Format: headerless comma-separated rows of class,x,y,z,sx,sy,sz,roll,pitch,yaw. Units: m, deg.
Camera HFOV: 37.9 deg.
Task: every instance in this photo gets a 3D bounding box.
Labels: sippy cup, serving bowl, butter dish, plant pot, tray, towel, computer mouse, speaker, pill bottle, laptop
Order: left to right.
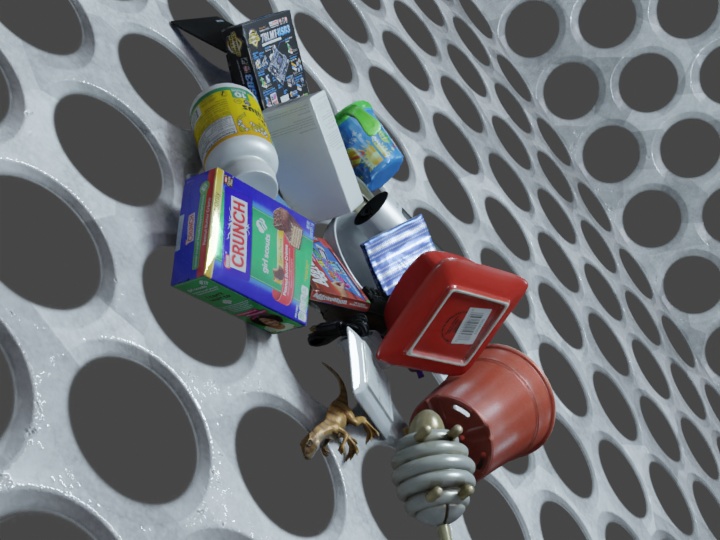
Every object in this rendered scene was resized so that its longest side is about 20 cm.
laptop,-0.229,-0.354,1.853,0.177,0.103,0.201,-37,118,-64
pill bottle,-0.187,-0.182,1.580,0.113,0.113,0.201,30,28,-42
serving bowl,0.000,0.000,1.771,0.200,0.066,0.201,40,30,-30
sippy cup,0.004,-0.219,1.924,0.130,0.140,0.178,47,15,13
computer mouse,0.007,0.120,1.621,0.200,0.109,0.044,33,48,-54
tray,0.018,0.167,1.550,0.200,0.022,0.108,61,21,-59
speaker,0.081,-0.040,1.789,0.200,0.081,0.081,45,28,-19
towel,0.090,0.022,1.720,0.144,0.024,0.201,-27,96,-36
butter dish,0.117,0.043,1.601,0.199,0.201,0.148,15,27,-38
plant pot,0.185,0.242,1.687,0.195,0.200,0.201,-23,79,-55

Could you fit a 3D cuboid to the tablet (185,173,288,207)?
tablet,-0.175,-0.102,1.624,0.130,0.014,0.200,50,25,15

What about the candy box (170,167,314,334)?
candy box,-0.160,-0.025,1.469,0.199,0.077,0.170,28,55,-41

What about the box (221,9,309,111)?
box,-0.156,-0.340,1.828,0.200,0.049,0.200,-47,126,-61

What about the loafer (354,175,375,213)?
loafer,-0.002,-0.107,1.881,0.200,0.075,0.070,32,30,-40

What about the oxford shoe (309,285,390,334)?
oxford shoe,-0.040,0.059,1.628,0.199,0.085,0.073,21,22,-18

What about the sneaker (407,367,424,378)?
sneaker,0.081,0.099,1.823,0.201,0.074,0.088,-92,170,-56

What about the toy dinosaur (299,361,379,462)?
toy dinosaur,-0.027,0.206,1.494,0.106,0.060,0.200,49,26,-11

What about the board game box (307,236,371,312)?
board game box,-0.066,-0.005,1.604,0.102,0.020,0.200,13,24,-31

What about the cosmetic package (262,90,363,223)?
cosmetic package,-0.084,-0.181,1.726,0.081,0.112,0.201,-52,126,-64

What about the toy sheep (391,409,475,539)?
toy sheep,0.108,0.301,1.536,0.138,0.137,0.201,26,50,-45
